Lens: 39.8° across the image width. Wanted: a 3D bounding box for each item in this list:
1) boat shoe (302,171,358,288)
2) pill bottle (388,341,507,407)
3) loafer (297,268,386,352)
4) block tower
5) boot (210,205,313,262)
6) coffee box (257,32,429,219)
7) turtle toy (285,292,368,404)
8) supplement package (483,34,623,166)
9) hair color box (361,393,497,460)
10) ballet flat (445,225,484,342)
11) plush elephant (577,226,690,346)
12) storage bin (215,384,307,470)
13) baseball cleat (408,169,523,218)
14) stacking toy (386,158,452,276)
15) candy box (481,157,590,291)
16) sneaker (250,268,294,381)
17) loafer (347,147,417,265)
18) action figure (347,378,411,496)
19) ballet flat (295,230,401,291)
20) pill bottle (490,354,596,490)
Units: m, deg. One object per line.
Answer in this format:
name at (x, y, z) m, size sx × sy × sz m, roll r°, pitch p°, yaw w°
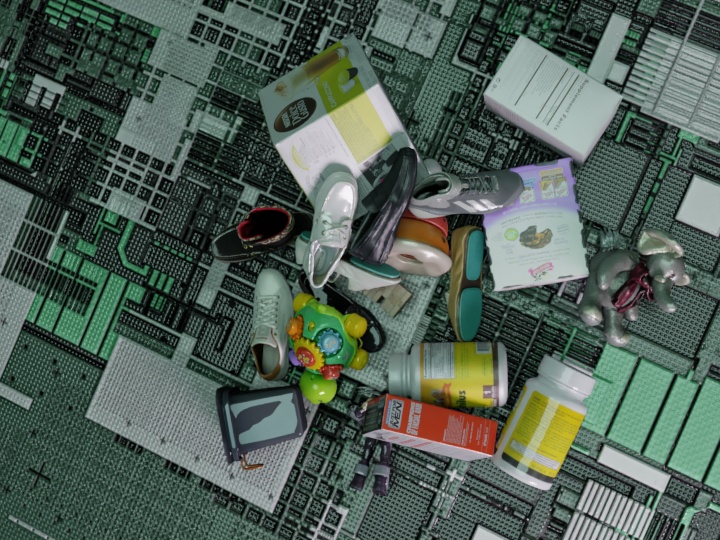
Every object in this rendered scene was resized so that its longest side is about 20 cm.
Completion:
boat shoe at (-0.045, -0.060, 1.602) m, size 0.070 × 0.070 × 0.202 m, roll 8°, pitch 122°, yaw -12°
pill bottle at (0.148, 0.177, 1.684) m, size 0.197 × 0.109 × 0.111 m, roll -1°, pitch 87°, yaw 6°
loafer at (-0.039, 0.071, 1.750) m, size 0.200 × 0.063 × 0.072 m, roll 44°, pitch 95°, yaw 9°
block tower at (0.000, 0.000, 1.751) m, size 0.200 × 0.054 × 0.058 m, roll 41°, pitch 94°, yaw 10°
boot at (-0.186, -0.065, 1.736) m, size 0.197 × 0.151 × 0.074 m, roll -11°, pitch 86°, yaw 9°
coffee box at (-0.031, -0.228, 1.655) m, size 0.196 × 0.200 × 0.201 m, roll -29°, pitch 127°, yaw 7°
turtle toy at (-0.068, 0.141, 1.715) m, size 0.145 × 0.101 × 0.202 m, roll 20°, pitch 133°, yaw 27°
supplement package at (0.322, -0.283, 1.673) m, size 0.199 × 0.121 × 0.120 m, roll 34°, pitch 93°, yaw 9°
hair color box at (0.114, 0.262, 1.652) m, size 0.198 × 0.111 × 0.065 m, roll 15°, pitch 72°, yaw -14°
ballet flat at (0.178, 0.023, 1.721) m, size 0.063 × 0.068 × 0.203 m, roll 6°, pitch 90°, yaw 49°
plush elephant at (0.459, 0.017, 1.616) m, size 0.153 × 0.165 × 0.202 m, roll -5°, pitch 61°, yaw 34°
storage bin at (-0.162, 0.260, 1.704) m, size 0.133 × 0.200 × 0.147 m, roll -11°, pitch 86°, yaw 0°
baseball cleat at (0.174, -0.129, 1.615) m, size 0.198 × 0.107 × 0.071 m, roll -15°, pitch 75°, yaw -2°
stacking toy at (0.103, -0.102, 1.714) m, size 0.144 × 0.146 × 0.202 m, roll 11°, pitch 74°, yaw 10°
candy box at (0.293, -0.075, 1.695) m, size 0.166 × 0.072 × 0.203 m, roll -9°, pitch 85°, yaw 9°
sneaker at (-0.158, 0.095, 1.760) m, size 0.072 × 0.085 × 0.203 m, roll -5°, pitch 85°, yaw 11°
loafer at (0.036, -0.104, 1.586) m, size 0.070 × 0.068 × 0.202 m, roll 16°, pitch 111°, yaw -14°
action figure at (0.034, 0.284, 1.727) m, size 0.129 × 0.069 × 0.202 m, roll 11°, pitch 75°, yaw 17°
ballet flat at (-0.025, -0.003, 1.703) m, size 0.198 × 0.069 × 0.070 m, roll 23°, pitch 92°, yaw 14°
pill bottle at (0.307, 0.251, 1.656) m, size 0.113 × 0.114 × 0.202 m, roll 26°, pitch 93°, yaw 10°
